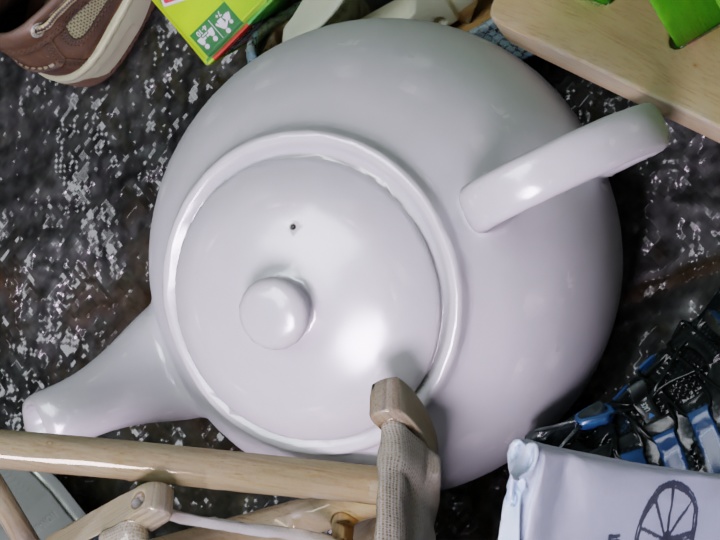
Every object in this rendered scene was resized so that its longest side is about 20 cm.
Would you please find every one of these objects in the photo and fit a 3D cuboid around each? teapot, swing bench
[{"bbox_3d":[0.000,0.000,1.029,0.196,0.146,0.201,22,107,17],"label":"teapot"},{"bbox_3d":[-0.064,0.161,0.966,0.199,0.130,0.200,-5,55,12],"label":"swing bench"}]

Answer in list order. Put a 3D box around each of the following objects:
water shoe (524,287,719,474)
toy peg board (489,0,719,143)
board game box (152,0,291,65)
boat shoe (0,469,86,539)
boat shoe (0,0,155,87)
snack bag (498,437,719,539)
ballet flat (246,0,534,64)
[{"bbox_3d":[0.102,0.073,1.002,0.201,0.079,0.071,-63,27,9],"label":"water shoe"},{"bbox_3d":[0.161,-0.150,0.969,0.199,0.098,0.200,29,80,34],"label":"toy peg board"},{"bbox_3d":[-0.021,-0.188,1.109,0.200,0.048,0.102,-42,90,25],"label":"board game box"},{"bbox_3d":[-0.119,0.151,1.166,0.200,0.075,0.060,49,147,21],"label":"boat shoe"},{"bbox_3d":[-0.104,-0.179,1.208,0.075,0.075,0.203,27,97,35],"label":"boat shoe"},{"bbox_3d":[0.092,0.158,0.929,0.021,0.199,0.190,11,90,43],"label":"snack bag"},{"bbox_3d":[0.037,-0.112,1.096,0.199,0.074,0.075,-29,66,26],"label":"ballet flat"}]
